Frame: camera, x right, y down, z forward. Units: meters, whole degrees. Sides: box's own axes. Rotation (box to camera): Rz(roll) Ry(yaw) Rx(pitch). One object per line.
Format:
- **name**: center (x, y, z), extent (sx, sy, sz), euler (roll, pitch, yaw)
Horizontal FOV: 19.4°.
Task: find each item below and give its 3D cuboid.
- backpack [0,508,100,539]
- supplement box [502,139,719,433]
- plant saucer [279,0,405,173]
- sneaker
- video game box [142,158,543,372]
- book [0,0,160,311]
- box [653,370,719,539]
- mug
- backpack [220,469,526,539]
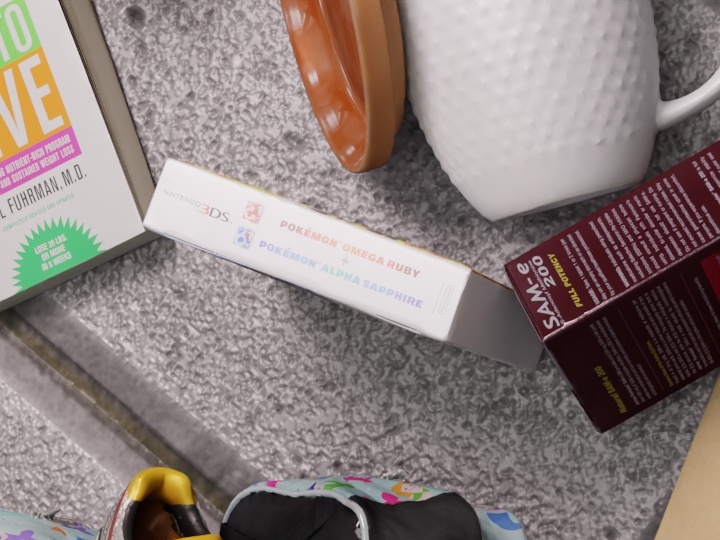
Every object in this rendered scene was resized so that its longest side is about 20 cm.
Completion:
- **backpack**: center (-0.205, 0.227, 1.227), extent (0.150, 0.200, 0.178), euler (31, 98, 38)
- **supplement box**: center (0.187, -0.005, 1.128), extent (0.199, 0.109, 0.061), euler (-30, 51, 4)
- **plant saucer**: center (-0.014, -0.155, 1.193), extent (0.032, 0.200, 0.201), euler (-14, 81, -10)
- **sneaker**: center (-0.098, 0.185, 1.109), extent (0.200, 0.077, 0.082), euler (59, 138, 45)
- **video game box**: center (0.000, 0.000, 1.168), extent (0.181, 0.200, 0.047), euler (18, 89, 19)
- **book**: center (-0.214, -0.091, 1.333), extent (0.133, 0.048, 0.201), euler (-24, 81, 20)
- **box**: center (0.273, 0.109, 1.129), extent (0.199, 0.021, 0.164), euler (21, 87, 31)
- **mug**: center (0.117, -0.129, 1.167), extent (0.199, 0.148, 0.176), euler (-14, 89, 8)
- **backpack**: center (-0.002, 0.200, 1.166), extent (0.200, 0.150, 0.179), euler (-4, 84, 57)
